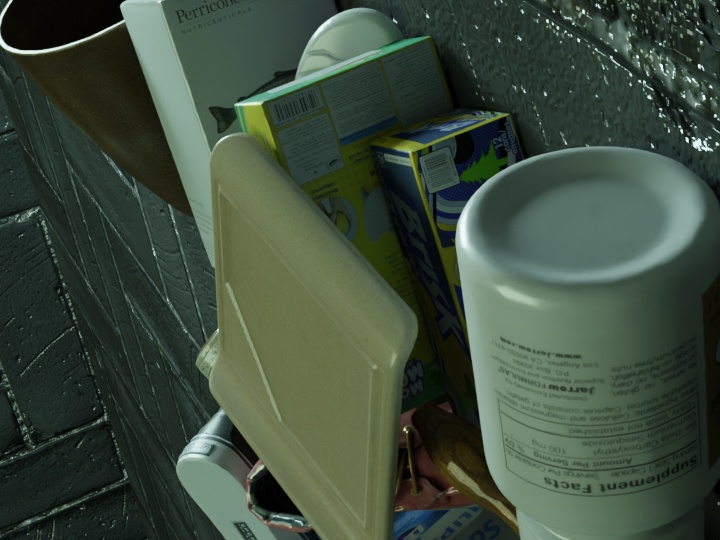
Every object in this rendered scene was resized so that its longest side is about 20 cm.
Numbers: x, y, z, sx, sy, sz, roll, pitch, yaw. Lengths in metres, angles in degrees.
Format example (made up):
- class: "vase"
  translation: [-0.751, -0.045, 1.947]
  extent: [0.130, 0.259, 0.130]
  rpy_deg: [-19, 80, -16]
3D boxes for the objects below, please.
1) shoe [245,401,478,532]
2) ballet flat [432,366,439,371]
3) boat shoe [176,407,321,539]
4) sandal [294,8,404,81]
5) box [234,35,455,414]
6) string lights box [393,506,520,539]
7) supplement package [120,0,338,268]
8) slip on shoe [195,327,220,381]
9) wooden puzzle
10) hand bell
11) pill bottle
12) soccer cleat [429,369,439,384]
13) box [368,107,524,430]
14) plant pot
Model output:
- class: "shoe"
  translation: [0.021, 0.123, 1.047]
  extent: [0.200, 0.091, 0.072]
  rpy_deg: [-16, 86, 42]
- class: "ballet flat"
  translation: [0.000, 0.000, 1.034]
  extent: [0.200, 0.074, 0.074]
  rpy_deg: [47, 167, -9]
- class: "boat shoe"
  translation: [-0.052, 0.174, 1.155]
  extent: [0.072, 0.068, 0.200]
  rpy_deg: [-9, 125, 41]
- class: "sandal"
  translation: [0.004, -0.075, 1.061]
  extent: [0.050, 0.082, 0.203]
  rpy_deg: [-59, -28, -53]
- class: "box"
  translation: [0.016, -0.022, 0.976]
  extent: [0.048, 0.117, 0.200]
  rpy_deg: [8, 119, 65]
- class: "string lights box"
  translation: [0.046, 0.177, 1.157]
  extent: [0.059, 0.103, 0.200]
  rpy_deg: [55, 168, -14]
- class: "supplement package"
  translation: [-0.066, -0.105, 1.144]
  extent: [0.117, 0.117, 0.200]
  rpy_deg: [24, 135, 69]
- class: "slip on shoe"
  translation: [-0.034, 0.037, 1.150]
  extent: [0.061, 0.200, 0.076]
  rpy_deg: [41, 120, 9]
- class: "wooden puzzle"
  translation: [-0.028, 0.047, 0.949]
  extent: [0.185, 0.037, 0.200]
  rpy_deg: [48, 146, 35]
- class: "hand bell"
  translation: [0.095, 0.138, 0.882]
  extent: [0.200, 0.104, 0.104]
  rpy_deg: [43, 153, 33]
- class: "pill bottle"
  translation: [0.109, 0.055, 0.768]
  extent: [0.114, 0.114, 0.200]
  rpy_deg: [49, 156, 49]
- class: "soccer cleat"
  translation: [0.002, 0.062, 1.204]
  extent: [0.068, 0.081, 0.200]
  rpy_deg: [69, 165, -5]
- class: "box"
  translation: [0.071, 0.014, 0.940]
  extent: [0.070, 0.064, 0.200]
  rpy_deg: [22, 132, 69]
- class: "plant pot"
  translation: [-0.146, -0.144, 1.295]
  extent: [0.200, 0.187, 0.187]
  rpy_deg: [61, 171, -33]
